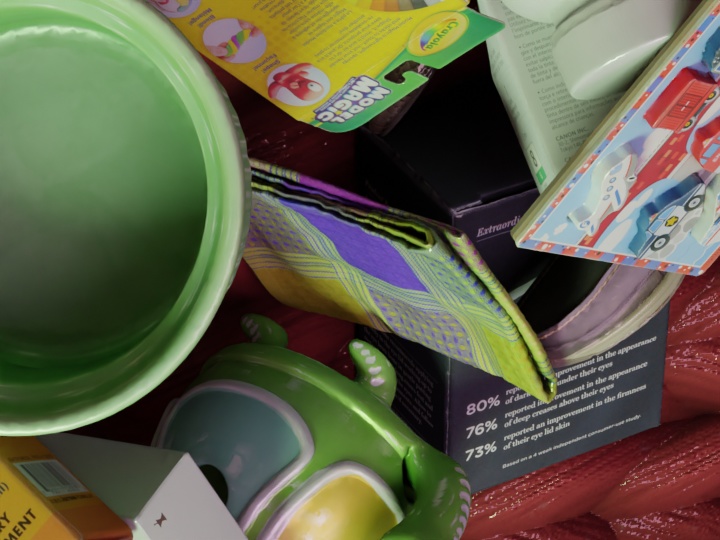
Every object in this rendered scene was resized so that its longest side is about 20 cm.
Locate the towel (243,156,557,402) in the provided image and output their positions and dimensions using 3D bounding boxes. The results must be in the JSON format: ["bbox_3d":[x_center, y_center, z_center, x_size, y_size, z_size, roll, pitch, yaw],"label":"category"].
[{"bbox_3d":[0.000,0.000,1.324,0.023,0.200,0.144,-55,138,-18],"label":"towel"}]

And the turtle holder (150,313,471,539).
[{"bbox_3d":[-0.028,0.124,1.383,0.132,0.185,0.141,-51,166,-30],"label":"turtle holder"}]

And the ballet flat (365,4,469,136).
[{"bbox_3d":[0.041,-0.163,1.331,0.046,0.067,0.200,23,107,-10],"label":"ballet flat"}]

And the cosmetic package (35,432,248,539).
[{"bbox_3d":[-0.105,0.168,1.342,0.052,0.151,0.200,-52,128,-28],"label":"cosmetic package"}]

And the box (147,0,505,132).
[{"bbox_3d":[-0.040,-0.143,1.159,0.200,0.048,0.117,36,132,-28],"label":"box"}]

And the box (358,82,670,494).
[{"bbox_3d":[0.085,0.004,1.439,0.148,0.104,0.200,-17,128,-24],"label":"box"}]

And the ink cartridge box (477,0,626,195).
[{"bbox_3d":[0.132,-0.146,1.291,0.161,0.200,0.050,-20,169,-10],"label":"ink cartridge box"}]

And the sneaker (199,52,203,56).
[{"bbox_3d":[-0.149,-0.041,1.221,0.200,0.071,0.113,-22,94,5],"label":"sneaker"}]

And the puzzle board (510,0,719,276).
[{"bbox_3d":[0.178,-0.074,1.218,0.151,0.017,0.200,9,129,-47],"label":"puzzle board"}]

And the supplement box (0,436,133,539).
[{"bbox_3d":[-0.204,0.082,1.232,0.067,0.200,0.069,-51,164,10],"label":"supplement box"}]

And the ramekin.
[{"bbox_3d":[-0.141,-0.033,1.135,0.200,0.200,0.098,-51,177,7],"label":"ramekin"}]

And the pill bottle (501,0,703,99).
[{"bbox_3d":[0.099,-0.186,1.216,0.112,0.200,0.112,-20,171,-3],"label":"pill bottle"}]

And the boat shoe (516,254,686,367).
[{"bbox_3d":[0.140,-0.040,1.335,0.200,0.074,0.073,-48,121,-10],"label":"boat shoe"}]
